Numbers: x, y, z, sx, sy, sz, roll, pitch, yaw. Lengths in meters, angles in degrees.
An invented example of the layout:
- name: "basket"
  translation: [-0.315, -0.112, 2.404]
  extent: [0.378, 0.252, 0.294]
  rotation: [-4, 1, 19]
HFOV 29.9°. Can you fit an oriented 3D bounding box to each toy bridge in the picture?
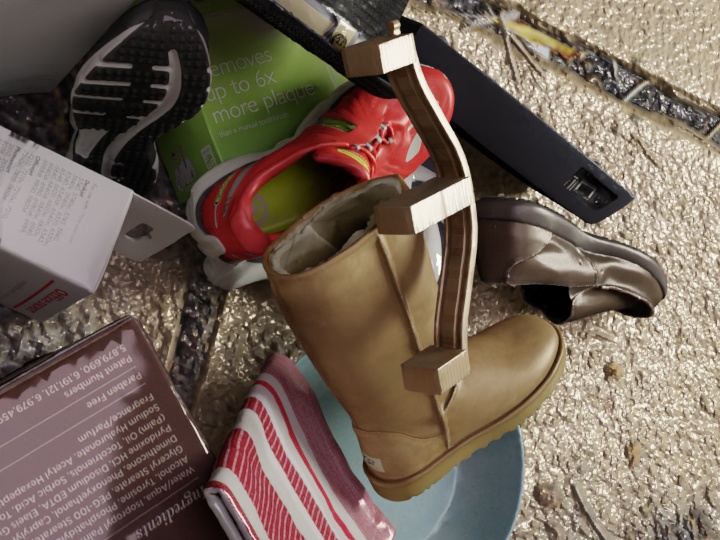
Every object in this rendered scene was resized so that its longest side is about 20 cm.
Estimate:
- name: "toy bridge"
  translation: [0.036, -0.037, 0.739]
  extent: [0.067, 0.027, 0.201]
  rotation: [-28, 113, -48]

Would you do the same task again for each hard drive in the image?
- name: "hard drive"
  translation: [0.092, -0.108, 0.957]
  extent: [0.200, 0.135, 0.042]
  rotation: [35, 95, -21]

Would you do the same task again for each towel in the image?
- name: "towel"
  translation: [-0.028, 0.138, 0.769]
  extent: [0.023, 0.200, 0.144]
  rotation: [-28, 101, 12]

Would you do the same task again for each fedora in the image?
- name: "fedora"
  translation: [-0.033, -0.184, 0.766]
  extent: [0.200, 0.201, 0.092]
  rotation: [33, 97, -18]

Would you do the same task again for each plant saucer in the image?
- name: "plant saucer"
  translation: [0.015, 0.133, 0.905]
  extent: [0.200, 0.039, 0.202]
  rotation: [2, 86, -25]

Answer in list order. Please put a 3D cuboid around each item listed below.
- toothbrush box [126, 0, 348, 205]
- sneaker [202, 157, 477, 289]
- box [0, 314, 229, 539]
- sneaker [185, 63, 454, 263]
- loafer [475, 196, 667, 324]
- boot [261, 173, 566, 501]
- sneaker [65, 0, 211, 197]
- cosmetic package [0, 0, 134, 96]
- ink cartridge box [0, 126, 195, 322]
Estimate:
- name: "toothbrush box"
  translation: [-0.079, -0.164, 0.899]
  extent: [0.145, 0.086, 0.201]
  rotation: [-19, 88, -30]
- name: "sneaker"
  translation: [0.000, 0.000, 0.909]
  extent: [0.199, 0.079, 0.130]
  rotation: [-26, 84, -40]
- name: "box"
  translation: [-0.167, 0.156, 0.737]
  extent: [0.164, 0.166, 0.200]
  rotation: [-31, 94, -30]
- name: "sneaker"
  translation: [-0.009, -0.061, 0.821]
  extent: [0.200, 0.085, 0.077]
  rotation: [-37, 110, -23]
- name: "loafer"
  translation: [0.147, 0.006, 0.984]
  extent: [0.200, 0.073, 0.071]
  rotation: [21, 80, -38]
- name: "boot"
  translation: [0.044, 0.026, 0.818]
  extent: [0.175, 0.066, 0.200]
  rotation: [-41, 131, -24]
- name: "sneaker"
  translation: [-0.138, -0.113, 0.796]
  extent: [0.073, 0.200, 0.080]
  rotation: [8, 67, -22]
- name: "cosmetic package"
  translation: [-0.208, -0.159, 0.762]
  extent: [0.113, 0.200, 0.081]
  rotation: [-9, 84, -30]
- name: "ink cartridge box"
  translation: [-0.210, -0.030, 0.781]
  extent: [0.200, 0.116, 0.068]
  rotation: [26, 69, -20]
